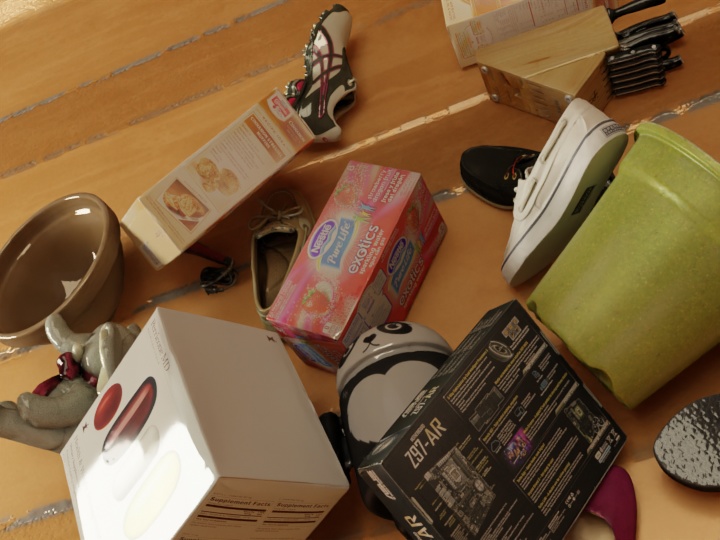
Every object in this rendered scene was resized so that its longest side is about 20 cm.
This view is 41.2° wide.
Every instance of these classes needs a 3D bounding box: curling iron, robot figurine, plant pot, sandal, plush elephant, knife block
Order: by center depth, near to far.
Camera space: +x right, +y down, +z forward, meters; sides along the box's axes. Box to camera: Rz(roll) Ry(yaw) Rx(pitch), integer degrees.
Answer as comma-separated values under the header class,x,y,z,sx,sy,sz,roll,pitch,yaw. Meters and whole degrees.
class,x,y,z,sx,sy,sz,roll,pitch,yaw
sandal,0.338,0.128,0.797,0.197,0.043,0.077,-24,58,-4
plant pot,0.250,0.010,0.831,0.184,0.200,0.201,-45,51,4
robot figurine,0.046,0.142,0.862,0.147,0.126,0.203,2,49,-22
plush elephant,-0.298,0.117,1.024,0.196,0.165,0.158,16,77,1
knife block,0.252,-0.249,1.070,0.198,0.064,0.176,28,72,36
plant pot,-0.351,0.016,1.147,0.198,0.093,0.204,-19,47,21
curling iron,-0.219,-0.025,1.162,0.198,0.026,0.050,29,71,37

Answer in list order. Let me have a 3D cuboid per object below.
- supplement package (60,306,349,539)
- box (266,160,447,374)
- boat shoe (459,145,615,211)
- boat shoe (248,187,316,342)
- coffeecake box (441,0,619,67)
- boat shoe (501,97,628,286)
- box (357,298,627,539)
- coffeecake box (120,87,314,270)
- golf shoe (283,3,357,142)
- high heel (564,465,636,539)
class,x,y,z,sx,sy,sz,roll,pitch,yaw
supplement package,-0.149,0.181,0.868,0.201,0.145,0.192,-52,47,23
box,0.000,0.000,0.995,0.093,0.103,0.202,14,66,31
boat shoe,0.185,-0.098,1.002,0.199,0.063,0.074,24,73,37
boat shoe,-0.088,-0.021,1.075,0.072,0.063,0.203,-18,52,14
coffeecake box,0.196,-0.352,1.158,0.196,0.073,0.156,-16,52,14
boat shoe,0.178,-0.071,0.914,0.071,0.202,0.066,-19,57,-34
box,0.113,0.149,0.782,0.200,0.161,0.043,-45,8,-32
coffeecake box,-0.164,-0.100,1.080,0.200,0.073,0.153,-43,8,-21
golf shoe,-0.037,-0.243,1.208,0.086,0.078,0.203,16,67,10
high heel,0.169,0.236,0.761,0.066,0.096,0.203,12,64,30
